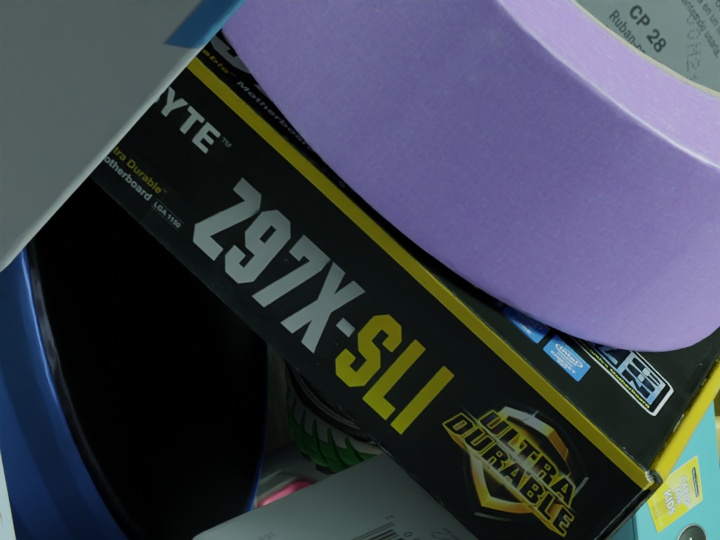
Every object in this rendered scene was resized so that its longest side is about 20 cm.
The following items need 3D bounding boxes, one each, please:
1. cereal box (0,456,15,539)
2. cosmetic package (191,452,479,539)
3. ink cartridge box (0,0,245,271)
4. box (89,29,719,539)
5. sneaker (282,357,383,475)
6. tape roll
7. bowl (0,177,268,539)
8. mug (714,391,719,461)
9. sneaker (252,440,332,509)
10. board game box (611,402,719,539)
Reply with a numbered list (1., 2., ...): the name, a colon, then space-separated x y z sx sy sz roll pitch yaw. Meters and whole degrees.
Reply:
1. cereal box: -0.140 0.011 0.577 0.200 0.039 0.144 -5 85 -73
2. cosmetic package: 0.007 0.163 0.737 0.071 0.101 0.200 -21 132 -32
3. ink cartridge box: -0.074 -0.134 0.573 0.146 0.147 0.200 37 27 -16
4. box: 0.009 -0.014 0.746 0.200 0.049 0.160 43 21 4
5. sneaker: 0.000 0.000 0.870 0.200 0.078 0.085 -130 -150 -51
6. tape roll: 0.047 -0.075 0.731 0.200 0.066 0.200 31 32 -22
7. bowl: -0.076 0.001 0.792 0.201 0.039 0.201 -9 90 -73
8. mug: 0.075 -0.021 1.052 0.153 0.186 0.150 5 101 -46
9. sneaker: 0.021 0.141 0.863 0.200 0.079 0.096 46 -27 41
10. board game box: 0.060 0.119 0.942 0.047 0.151 0.200 -18 108 -41
